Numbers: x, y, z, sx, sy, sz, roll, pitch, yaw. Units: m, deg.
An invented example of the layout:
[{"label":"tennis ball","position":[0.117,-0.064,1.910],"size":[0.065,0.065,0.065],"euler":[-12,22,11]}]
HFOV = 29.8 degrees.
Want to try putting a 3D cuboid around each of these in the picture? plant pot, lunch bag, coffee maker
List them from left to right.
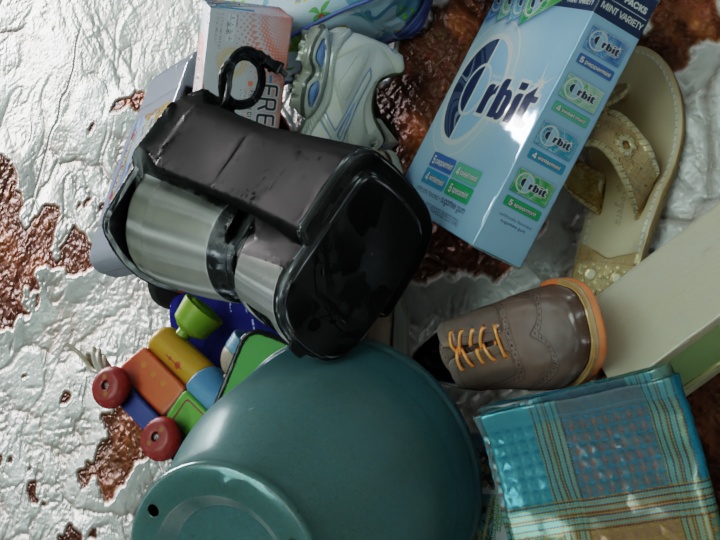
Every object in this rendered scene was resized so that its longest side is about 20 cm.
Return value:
[{"label":"coffee maker","position":[-0.059,-0.055,0.942],"size":[0.199,0.134,0.193],"euler":[20,96,41]},{"label":"plant pot","position":[-0.044,0.162,0.881],"size":[0.199,0.188,0.201],"euler":[6,104,23]},{"label":"lunch bag","position":[-0.034,-0.256,1.142],"size":[0.199,0.082,0.162],"euler":[-19,66,33]}]

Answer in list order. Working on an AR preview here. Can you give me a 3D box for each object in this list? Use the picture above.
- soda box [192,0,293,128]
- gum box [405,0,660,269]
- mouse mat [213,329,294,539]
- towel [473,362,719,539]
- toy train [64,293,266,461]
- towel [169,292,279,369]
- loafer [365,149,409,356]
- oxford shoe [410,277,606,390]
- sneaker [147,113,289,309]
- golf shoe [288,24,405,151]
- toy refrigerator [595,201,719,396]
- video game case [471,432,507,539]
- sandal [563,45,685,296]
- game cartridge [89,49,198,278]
[{"label":"soda box","position":[-0.102,-0.112,1.083],"size":[0.064,0.068,0.201],"euler":[-127,43,-70]},{"label":"gum box","position":[0.111,-0.116,0.961],"size":[0.201,0.044,0.170],"euler":[-64,21,5]},{"label":"mouse mat","position":[-0.049,0.162,1.012],"size":[0.160,0.008,0.201],"euler":[22,89,1]},{"label":"towel","position":[0.156,0.168,0.837],"size":[0.146,0.022,0.201],"euler":[-18,82,35]},{"label":"toy train","position":[-0.158,0.066,1.089],"size":[0.200,0.085,0.116],"euler":[39,95,34]},{"label":"towel","position":[-0.065,0.066,1.096],"size":[0.199,0.049,0.149],"euler":[-20,72,33]},{"label":"loafer","position":[0.000,0.000,1.001],"size":[0.072,0.063,0.201],"euler":[128,143,-64]},{"label":"oxford shoe","position":[0.095,0.053,0.892],"size":[0.200,0.073,0.072],"euler":[147,110,-67]},{"label":"sneaker","position":[-0.125,-0.059,1.179],"size":[0.201,0.073,0.087],"euler":[-62,28,9]},{"label":"golf shoe","position":[-0.019,-0.093,1.088],"size":[0.078,0.097,0.201],"euler":[-96,17,-65]},{"label":"toy refrigerator","position":[0.241,0.004,0.847],"size":[0.200,0.076,0.070],"euler":[-40,55,22]},{"label":"video game case","position":[0.135,0.211,0.904],"size":[0.182,0.022,0.201],"euler":[-3,75,38]},{"label":"sandal","position":[0.170,-0.066,0.929],"size":[0.077,0.069,0.213],"euler":[1,77,39]},{"label":"game cartridge","position":[-0.186,-0.093,1.208],"size":[0.133,0.041,0.201],"euler":[-6,64,60]}]
